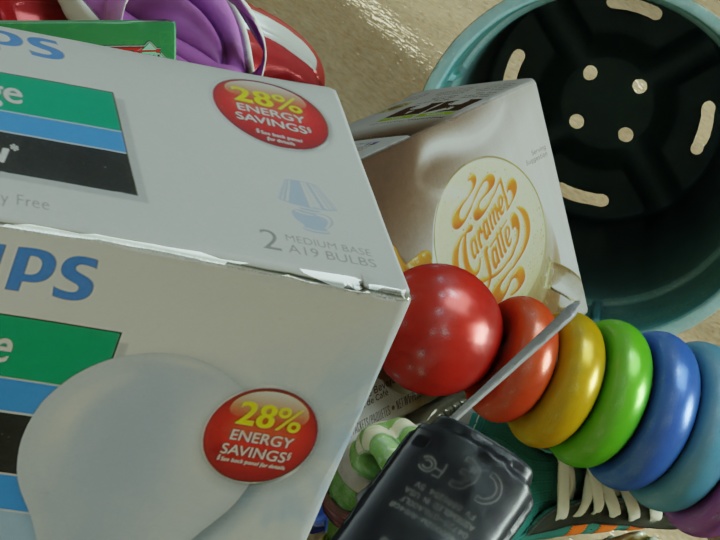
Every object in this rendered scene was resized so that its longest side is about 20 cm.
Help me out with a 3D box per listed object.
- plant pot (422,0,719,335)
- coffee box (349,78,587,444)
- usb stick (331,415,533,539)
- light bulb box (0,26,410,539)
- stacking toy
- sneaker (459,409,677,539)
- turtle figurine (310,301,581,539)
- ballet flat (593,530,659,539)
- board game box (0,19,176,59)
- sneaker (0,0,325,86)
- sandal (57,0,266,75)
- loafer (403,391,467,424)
[{"bbox_3d":[0.135,-0.077,1.639,0.200,0.200,0.196,37,15,-3],"label":"plant pot"},{"bbox_3d":[0.000,0.000,1.275,0.200,0.080,0.114,-25,106,-45],"label":"coffee box"},{"bbox_3d":[-0.009,0.139,1.042,0.055,0.200,0.033,31,-23,13],"label":"usb stick"},{"bbox_3d":[-0.115,0.037,0.965,0.198,0.200,0.125,10,32,-21],"label":"light bulb box"},{"bbox_3d":[0.095,0.051,1.227,0.200,0.085,0.085,21,27,-23],"label":"stacking toy"},{"bbox_3d":[0.109,0.082,1.309,0.080,0.071,0.200,3,8,31],"label":"sneaker"},{"bbox_3d":[0.048,0.126,1.129,0.144,0.200,0.194,74,17,-44],"label":"turtle figurine"},{"bbox_3d":[0.109,0.149,1.317,0.076,0.064,0.200,47,23,16],"label":"ballet flat"},{"bbox_3d":[-0.187,-0.080,1.122,0.200,0.029,0.135,-2,3,-25],"label":"board game box"},{"bbox_3d":[-0.107,-0.069,1.307,0.200,0.078,0.116,10,44,-19],"label":"sneaker"},{"bbox_3d":[-0.074,-0.102,1.248,0.082,0.050,0.203,6,36,-27],"label":"sandal"},{"bbox_3d":[0.045,0.067,1.352,0.068,0.076,0.200,7,7,26],"label":"loafer"}]
